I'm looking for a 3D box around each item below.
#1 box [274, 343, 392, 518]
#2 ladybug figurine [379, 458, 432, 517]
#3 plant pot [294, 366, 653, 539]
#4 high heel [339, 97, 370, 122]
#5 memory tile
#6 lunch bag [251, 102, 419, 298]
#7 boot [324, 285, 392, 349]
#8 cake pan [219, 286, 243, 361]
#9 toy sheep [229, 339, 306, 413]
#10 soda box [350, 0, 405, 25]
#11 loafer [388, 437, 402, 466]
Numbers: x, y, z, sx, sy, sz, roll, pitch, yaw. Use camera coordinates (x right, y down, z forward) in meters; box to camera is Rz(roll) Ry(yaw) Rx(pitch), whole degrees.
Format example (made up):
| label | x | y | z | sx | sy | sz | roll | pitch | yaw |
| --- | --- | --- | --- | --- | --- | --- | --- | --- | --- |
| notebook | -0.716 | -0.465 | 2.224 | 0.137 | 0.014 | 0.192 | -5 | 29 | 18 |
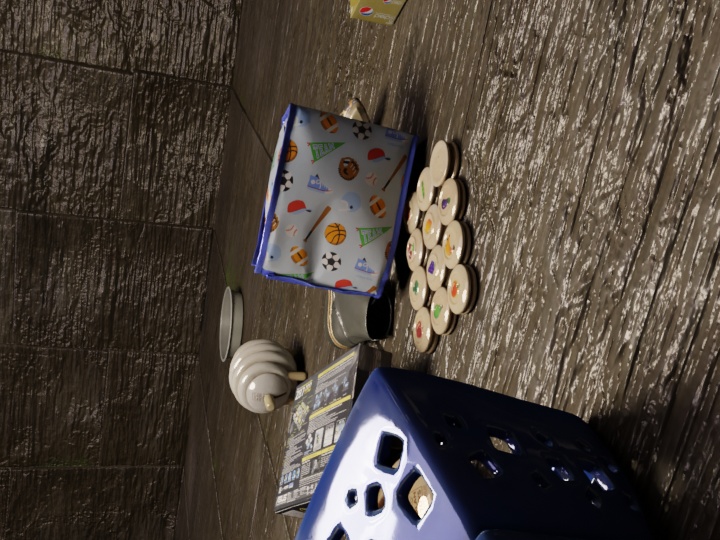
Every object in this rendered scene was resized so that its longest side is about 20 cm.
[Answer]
| label | x | y | z | sx | sy | sz | roll | pitch | yaw |
| --- | --- | --- | --- | --- | --- | --- | --- | --- | --- |
| box | -0.034 | 0.191 | 0.937 | 0.200 | 0.048 | 0.164 | 139 | 142 | -56 |
| ladybug figurine | 0.061 | 0.255 | 0.793 | 0.201 | 0.071 | 0.138 | 116 | 154 | -50 |
| plant pot | 0.080 | 0.204 | 0.514 | 0.203 | 0.197 | 0.180 | -67 | 28 | 14 |
| high heel | -0.033 | -0.209 | 1.214 | 0.202 | 0.070 | 0.144 | 102 | 157 | -50 |
| memory tile | 0.082 | -0.025 | 0.895 | 0.154 | 0.016 | 0.204 | 124 | 147 | -58 |
| lunch bag | -0.035 | -0.078 | 0.995 | 0.124 | 0.167 | 0.204 | 174 | 106 | -80 |
| boot | 0.000 | 0.000 | 1.083 | 0.138 | 0.076 | 0.204 | 165 | 97 | -66 |
| cake pan | -0.351 | 0.146 | 2.214 | 0.200 | 0.036 | 0.205 | -175 | 90 | -73 |
| toy sheep | -0.170 | 0.191 | 1.459 | 0.200 | 0.135 | 0.141 | -132 | 50 | -67 |
| soda box | 0.023 | -0.444 | 1.119 | 0.068 | 0.063 | 0.204 | 134 | 138 | -63 |
| loafer | 0.005 | 0.221 | 0.978 | 0.201 | 0.072 | 0.072 | 117 | 154 | -50 |
